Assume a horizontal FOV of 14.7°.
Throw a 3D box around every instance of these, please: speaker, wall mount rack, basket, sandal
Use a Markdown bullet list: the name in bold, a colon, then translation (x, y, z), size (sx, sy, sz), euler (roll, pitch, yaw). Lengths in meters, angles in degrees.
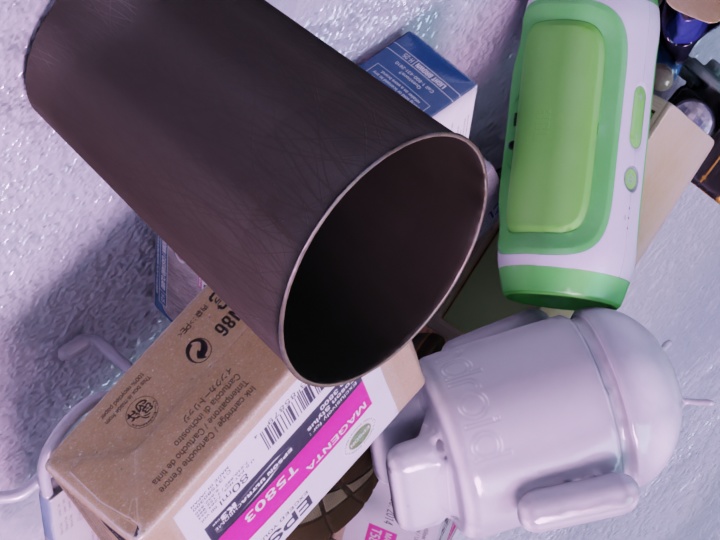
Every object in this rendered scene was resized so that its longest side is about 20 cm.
- **speaker**: translation (0.133, -0.079, 1.694), size (0.088, 0.088, 0.201), euler (23, 73, -65)
- **wall mount rack**: translation (-0.193, 0.131, 1.572), size (0.174, 0.074, 0.200), euler (-41, 154, -25)
- **basket**: translation (-0.057, -0.063, 1.350), size (0.136, 0.200, 0.180), euler (-45, 157, -10)
- **sandal**: translation (-0.010, 0.097, 1.706), size (0.200, 0.054, 0.082), euler (-48, 152, -44)

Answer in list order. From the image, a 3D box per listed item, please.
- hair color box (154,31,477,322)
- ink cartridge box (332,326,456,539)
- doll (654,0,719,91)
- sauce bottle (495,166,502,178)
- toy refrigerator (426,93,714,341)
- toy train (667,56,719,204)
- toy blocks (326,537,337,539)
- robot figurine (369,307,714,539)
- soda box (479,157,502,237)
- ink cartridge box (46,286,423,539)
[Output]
- **hair color box**: translation (-0.026, -0.044, 1.607), size (0.200, 0.060, 0.100), euler (-36, 153, -28)
- **ink cartridge box**: translation (0.045, 0.121, 1.891), size (0.200, 0.075, 0.165), euler (104, 12, -51)
- **doll**: translation (0.218, -0.179, 1.780), size (0.137, 0.048, 0.200), euler (-60, 177, -5)
- **sauce bottle**: translation (0.126, -0.046, 1.861), size (0.200, 0.066, 0.066), euler (1, 126, -56)
- **toy refrigerator**: translation (0.131, -0.025, 1.771), size (0.200, 0.076, 0.070), euler (-56, 140, 0)
- **toy train**: translation (0.242, -0.084, 1.905), size (0.085, 0.114, 0.200), euler (-51, 178, 4)
- **toy blocks**: translation (-0.084, 0.212, 1.728), size (0.200, 0.100, 0.137), euler (28, 90, -27)
- **robot figurine**: translation (0.106, 0.090, 1.660), size (0.199, 0.170, 0.113), euler (-17, 137, -9)
- **soda box**: translation (0.000, 0.000, 1.715), size (0.200, 0.063, 0.068), euler (-47, 158, -5)
- **ink cartridge box**: translation (-0.064, 0.082, 1.534), size (0.200, 0.075, 0.165), euler (-48, 156, -11)
